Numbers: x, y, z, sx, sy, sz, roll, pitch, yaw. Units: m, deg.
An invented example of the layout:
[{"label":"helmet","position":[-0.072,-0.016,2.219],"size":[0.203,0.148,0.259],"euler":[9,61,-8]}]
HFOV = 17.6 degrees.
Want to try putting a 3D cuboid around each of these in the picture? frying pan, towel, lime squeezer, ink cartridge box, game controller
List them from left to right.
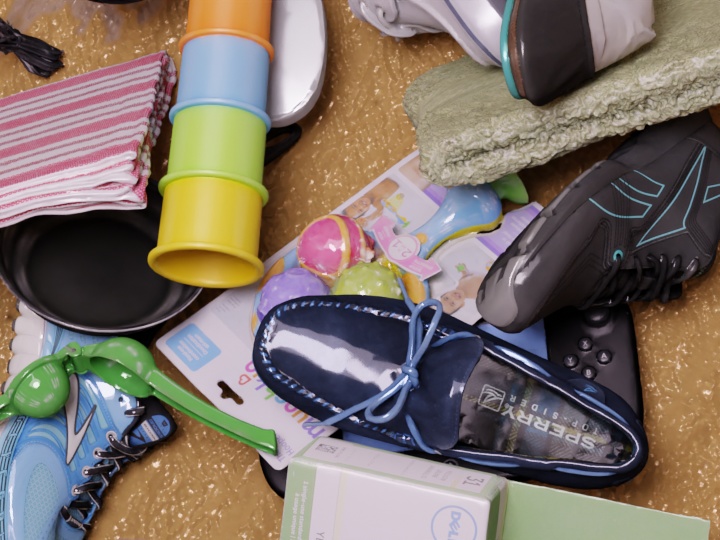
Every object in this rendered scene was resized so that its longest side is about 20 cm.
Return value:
[{"label":"towel","position":[-0.173,-0.060,1.227],"size":[0.145,0.200,0.030],"euler":[-15,110,6]},{"label":"lime squeezer","position":[-0.142,0.071,1.165],"size":[0.199,0.038,0.071],"euler":[-6,75,1]},{"label":"frying pan","position":[-0.120,-0.032,1.236],"size":[0.114,0.031,0.190],"euler":[23,47,9]},{"label":"game controller","position":[0.044,0.063,1.194],"size":[0.199,0.042,0.105],"euler":[-8,58,9]},{"label":"ink cartridge box","position":[0.057,0.172,1.124],"size":[0.199,0.048,0.146],"euler":[11,105,16]},{"label":"towel","position":[0.120,-0.099,1.197],"size":[0.199,0.148,0.037],"euler":[-19,109,4]}]

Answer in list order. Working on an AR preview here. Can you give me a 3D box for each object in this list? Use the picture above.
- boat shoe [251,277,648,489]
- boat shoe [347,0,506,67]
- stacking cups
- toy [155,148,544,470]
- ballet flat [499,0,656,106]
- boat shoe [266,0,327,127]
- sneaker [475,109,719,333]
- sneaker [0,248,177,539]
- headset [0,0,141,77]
[{"label":"boat shoe","position":[0.047,0.051,1.121],"size":[0.199,0.069,0.085],"euler":[11,85,-2]},{"label":"boat shoe","position":[0.025,-0.155,1.249],"size":[0.065,0.073,0.200],"euler":[-46,42,9]},{"label":"stacking cups","position":[-0.069,-0.093,1.204],"size":[0.060,0.061,0.201],"euler":[1,68,11]},{"label":"toy","position":[0.000,0.000,1.193],"size":[0.200,0.047,0.115],"euler":[-34,50,-17]},{"label":"ballet flat","position":[0.113,-0.139,1.163],"size":[0.068,0.200,0.068],"euler":[-7,113,13]},{"label":"boat shoe","position":[-0.060,-0.165,1.283],"size":[0.070,0.064,0.201],"euler":[-18,70,6]},{"label":"sneaker","position":[0.135,-0.019,1.158],"size":[0.079,0.075,0.200],"euler":[48,51,5]},{"label":"sneaker","position":[-0.143,0.086,1.210],"size":[0.089,0.078,0.201],"euler":[6,73,10]},{"label":"headset","position":[-0.135,-0.187,1.262],"size":[0.200,0.094,0.124],"euler":[-40,45,19]}]
